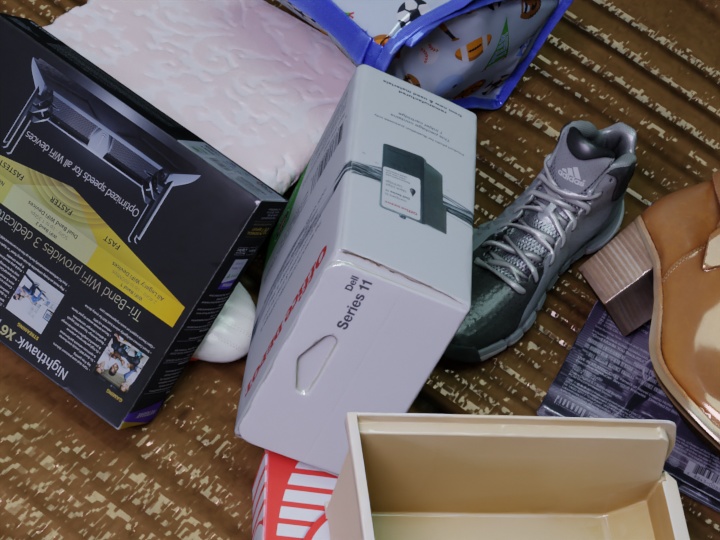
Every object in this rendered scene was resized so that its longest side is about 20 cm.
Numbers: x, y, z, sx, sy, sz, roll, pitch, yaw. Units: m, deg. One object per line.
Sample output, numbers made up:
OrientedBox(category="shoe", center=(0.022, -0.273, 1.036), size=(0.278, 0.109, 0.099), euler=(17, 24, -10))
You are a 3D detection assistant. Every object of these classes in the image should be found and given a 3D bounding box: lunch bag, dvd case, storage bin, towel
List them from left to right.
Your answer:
OrientedBox(category="towel", center=(-0.096, -0.126, 1.272), size=(0.191, 0.032, 0.200), euler=(31, 36, 11))
OrientedBox(category="lunch bag", center=(0.018, -0.192, 1.288), size=(0.170, 0.124, 0.200), euler=(43, 30, 22))
OrientedBox(category="storage bin", center=(0.090, 0.184, 1.011), size=(0.198, 0.094, 0.200), euler=(2, 53, -14))
OrientedBox(category="dvd case", center=(0.216, 0.055, 1.255), size=(0.148, 0.016, 0.200), euler=(28, 52, 8))

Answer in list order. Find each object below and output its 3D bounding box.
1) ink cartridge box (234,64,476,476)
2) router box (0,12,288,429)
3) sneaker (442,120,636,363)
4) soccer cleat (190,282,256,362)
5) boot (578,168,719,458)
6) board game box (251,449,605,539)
OrientedBox(category="ink cartridge box", center=(0.000, 0.000, 1.121), size=(0.083, 0.147, 0.200), euler=(23, 34, -11))
OrientedBox(category="router box", center=(-0.166, -0.030, 1.132), size=(0.200, 0.157, 0.052), euler=(36, 10, 13))
OrientedBox(category="sneaker", center=(0.109, -0.034, 1.231), size=(0.075, 0.116, 0.200), euler=(36, 52, 14))
OrientedBox(category="soccer cleat", center=(-0.136, -0.024, 1.181), size=(0.069, 0.078, 0.200), euler=(-34, 68, -33))
OrientedBox(category="boot", center=(0.243, 0.022, 1.192), size=(0.155, 0.077, 0.200), euler=(-34, 50, 4))
OrientedBox(category="board game box", center=(0.038, 0.185, 1.087), size=(0.199, 0.046, 0.152), euler=(7, 51, -9))
